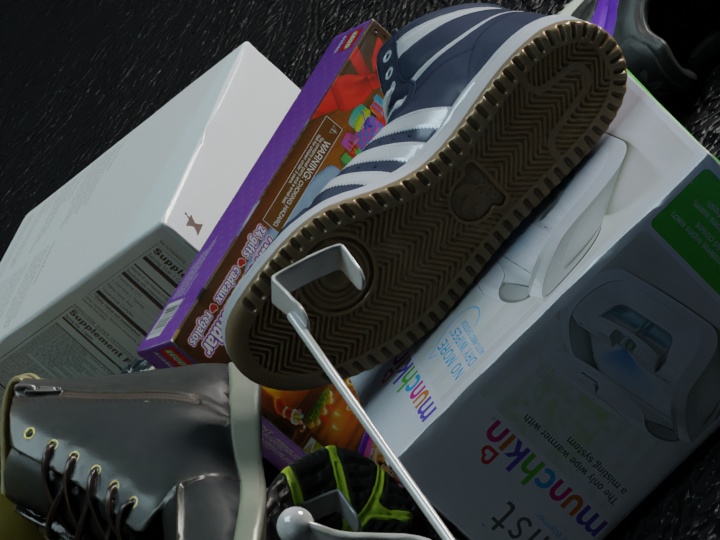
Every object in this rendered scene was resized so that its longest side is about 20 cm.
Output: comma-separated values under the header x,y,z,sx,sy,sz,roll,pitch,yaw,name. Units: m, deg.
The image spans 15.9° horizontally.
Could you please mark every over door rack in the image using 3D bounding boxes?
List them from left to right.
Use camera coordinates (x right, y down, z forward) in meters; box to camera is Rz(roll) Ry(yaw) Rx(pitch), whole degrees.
x,y,z,sx,sy,sz,roll,pitch,yaw,name
-0.007,0.114,0.944,0.066,0.148,0.201,-10,43,-13,over door rack

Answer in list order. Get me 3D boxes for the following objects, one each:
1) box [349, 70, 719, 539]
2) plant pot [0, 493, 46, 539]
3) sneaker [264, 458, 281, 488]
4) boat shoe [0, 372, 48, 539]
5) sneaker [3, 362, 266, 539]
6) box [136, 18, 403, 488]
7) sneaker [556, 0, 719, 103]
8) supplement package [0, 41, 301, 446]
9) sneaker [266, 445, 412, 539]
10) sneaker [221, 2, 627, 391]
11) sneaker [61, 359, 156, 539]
x,y,z,sx,sy,sz,roll,pitch,yaw,name
0.085,0.013,1.086,0.176,0.097,0.200,-44,21,8,box
-0.211,0.180,1.038,0.200,0.201,0.189,-34,16,35,plant pot
-0.106,0.131,1.315,0.200,0.066,0.091,-46,22,15,sneaker
-0.150,0.150,1.240,0.073,0.063,0.202,-15,62,40,boat shoe
-0.090,0.105,1.020,0.200,0.105,0.075,-97,7,-64,sneaker
0.000,0.000,1.226,0.039,0.137,0.201,-18,37,56,box
0.168,-0.155,1.272,0.099,0.070,0.201,-11,46,50,sneaker
-0.089,0.018,1.363,0.200,0.151,0.152,-33,24,38,supplement package
-0.054,0.145,1.108,0.199,0.075,0.077,-19,-33,-47,sneaker
0.014,-0.035,1.072,0.200,0.070,0.108,-42,25,-5,sneaker
-0.092,0.118,1.219,0.077,0.086,0.201,-6,49,41,sneaker
